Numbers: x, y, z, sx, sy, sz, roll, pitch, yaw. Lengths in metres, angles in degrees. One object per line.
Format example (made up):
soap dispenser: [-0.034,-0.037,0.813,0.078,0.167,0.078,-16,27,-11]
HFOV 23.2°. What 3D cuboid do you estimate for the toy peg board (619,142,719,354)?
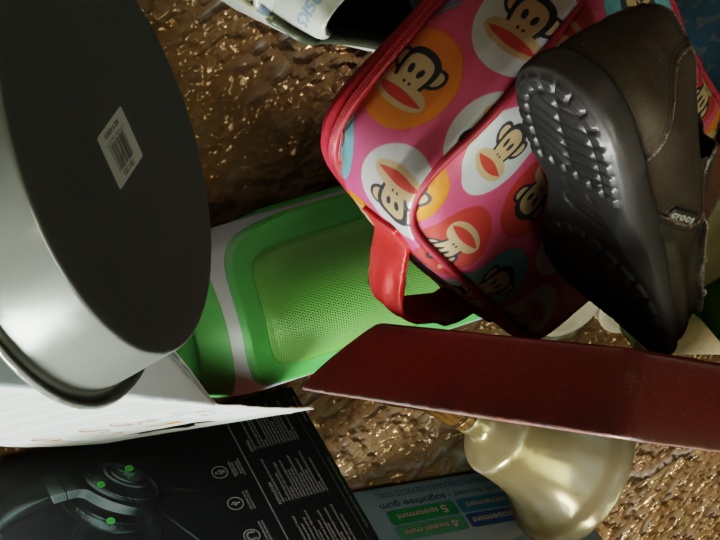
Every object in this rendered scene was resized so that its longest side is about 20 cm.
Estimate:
toy peg board: [0.263,-0.015,0.841,0.199,0.098,0.200,2,128,-33]

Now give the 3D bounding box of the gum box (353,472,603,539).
gum box: [0.085,0.207,1.050,0.170,0.200,0.045,-5,131,-28]

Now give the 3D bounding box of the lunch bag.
lunch bag: [0.070,-0.048,0.774,0.176,0.082,0.200,-49,150,-2]

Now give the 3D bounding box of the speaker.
speaker: [0.000,0.000,0.890,0.200,0.088,0.089,-17,136,-18]

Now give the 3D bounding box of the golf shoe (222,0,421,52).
golf shoe: [-0.042,-0.140,0.725,0.200,0.097,0.078,10,124,-37]

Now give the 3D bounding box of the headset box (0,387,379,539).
headset box: [-0.096,0.171,0.922,0.200,0.174,0.093,-14,135,-22]

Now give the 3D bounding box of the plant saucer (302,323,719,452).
plant saucer: [0.111,0.054,0.763,0.199,0.200,0.037,11,85,-38]

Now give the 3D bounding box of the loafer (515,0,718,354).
loafer: [0.118,-0.032,0.706,0.071,0.073,0.200,-41,151,-11]

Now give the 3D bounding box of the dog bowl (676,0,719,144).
dog bowl: [0.200,-0.069,0.915,0.050,0.112,0.200,-22,139,7]

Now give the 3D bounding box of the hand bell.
hand bell: [0.053,0.081,1.017,0.200,0.104,0.104,26,113,-31]

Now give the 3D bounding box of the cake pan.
cake pan: [-0.112,-0.046,0.693,0.037,0.200,0.200,-15,141,17]

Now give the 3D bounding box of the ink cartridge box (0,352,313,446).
ink cartridge box: [-0.145,0.049,0.817,0.162,0.050,0.200,-13,168,39]

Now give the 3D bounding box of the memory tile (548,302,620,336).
memory tile: [0.184,-0.044,1.016,0.153,0.017,0.200,-2,129,-30]
